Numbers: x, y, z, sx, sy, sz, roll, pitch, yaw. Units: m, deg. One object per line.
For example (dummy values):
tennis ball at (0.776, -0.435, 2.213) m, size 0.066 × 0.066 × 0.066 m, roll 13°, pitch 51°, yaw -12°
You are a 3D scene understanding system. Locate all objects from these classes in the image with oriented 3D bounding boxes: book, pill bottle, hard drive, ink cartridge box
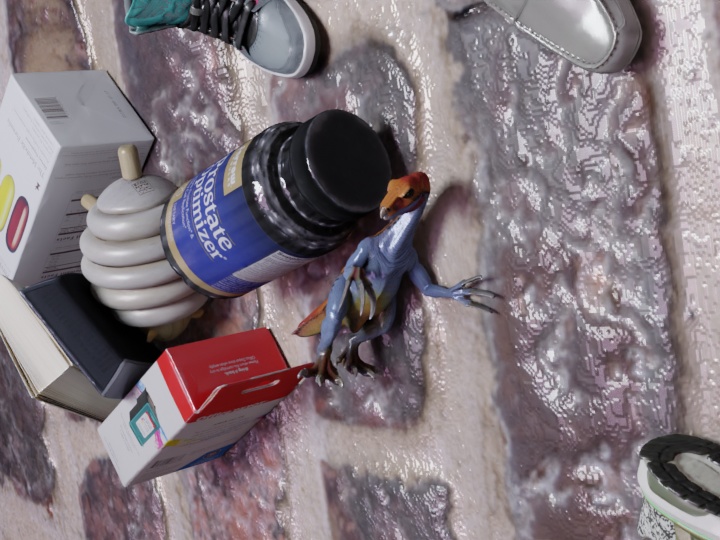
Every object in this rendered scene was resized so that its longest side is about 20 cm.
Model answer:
book at (-0.279, 0.086, 1.161) m, size 0.048 × 0.200 × 0.134 m, roll -40°, pitch 62°, yaw 3°
pill bottle at (-0.070, -0.055, 0.958) m, size 0.200 × 0.112 × 0.112 m, roll -26°, pitch 80°, yaw 46°
hard drive at (-0.247, 0.060, 1.121) m, size 0.042 × 0.200 × 0.135 m, roll -40°, pitch 86°, yaw -1°
ink cartridge box at (-0.143, 0.117, 1.069) m, size 0.200 × 0.116 × 0.067 m, roll -45°, pitch 66°, yaw 41°

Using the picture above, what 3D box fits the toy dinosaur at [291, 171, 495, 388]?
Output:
toy dinosaur at (0.000, 0.000, 0.912) m, size 0.200 × 0.105 × 0.182 m, roll 28°, pitch 109°, yaw 45°

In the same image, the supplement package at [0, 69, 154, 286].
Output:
supplement package at (-0.313, -0.093, 1.204) m, size 0.114 × 0.109 × 0.200 m, roll 51°, pitch 131°, yaw 26°

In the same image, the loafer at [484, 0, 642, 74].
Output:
loafer at (0.102, -0.198, 0.777) m, size 0.200 × 0.070 × 0.070 m, roll 47°, pitch 129°, yaw 29°

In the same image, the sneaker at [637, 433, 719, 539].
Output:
sneaker at (0.249, 0.190, 0.724) m, size 0.200 × 0.077 × 0.089 m, roll 44°, pitch 140°, yaw 37°

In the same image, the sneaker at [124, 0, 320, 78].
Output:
sneaker at (-0.133, -0.222, 0.980) m, size 0.200 × 0.121 × 0.084 m, roll 40°, pitch 125°, yaw 33°

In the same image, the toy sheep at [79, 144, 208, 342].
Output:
toy sheep at (-0.201, -0.022, 1.092) m, size 0.138 × 0.138 × 0.200 m, roll 15°, pitch 128°, yaw 43°
